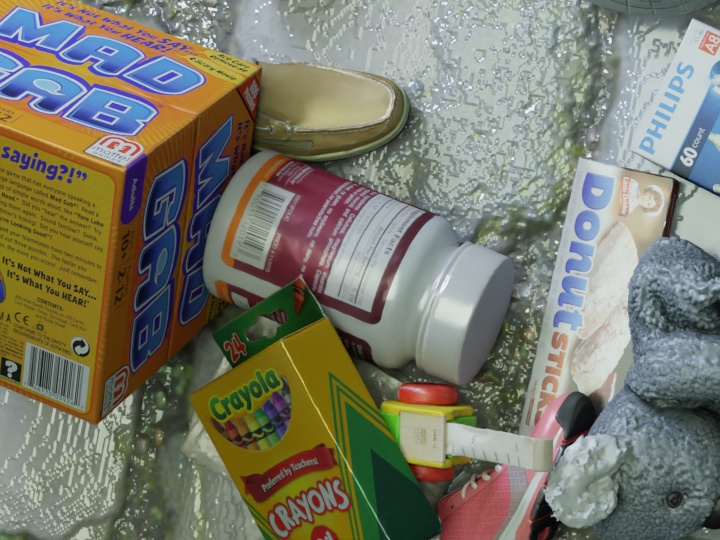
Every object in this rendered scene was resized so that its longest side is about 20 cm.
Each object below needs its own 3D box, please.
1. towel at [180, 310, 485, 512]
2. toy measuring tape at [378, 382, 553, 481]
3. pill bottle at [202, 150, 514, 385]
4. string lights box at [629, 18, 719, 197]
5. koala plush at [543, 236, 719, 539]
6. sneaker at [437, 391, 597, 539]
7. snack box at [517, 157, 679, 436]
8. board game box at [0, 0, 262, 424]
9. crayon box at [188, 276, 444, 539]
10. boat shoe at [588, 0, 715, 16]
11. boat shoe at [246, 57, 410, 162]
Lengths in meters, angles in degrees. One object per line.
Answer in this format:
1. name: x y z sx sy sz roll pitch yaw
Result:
1. towel: -0.023 0.121 1.754 0.199 0.034 0.133 30 97 15
2. toy measuring tape: 0.072 0.113 1.654 0.199 0.073 0.074 4 88 47
3. pill bottle: 0.000 0.000 1.710 0.199 0.114 0.115 22 94 16
4. string lights box: 0.296 -0.082 1.651 0.199 0.059 0.103 27 97 17
5. koala plush: 0.214 0.102 1.620 0.184 0.177 0.200 41 100 26
6. sneaker: 0.095 0.165 1.686 0.087 0.074 0.201 31 108 25
7. snack box: 0.167 0.027 1.704 0.072 0.024 0.201 13 91 19
8. board game box: -0.211 -0.052 1.697 0.199 0.200 0.201 21 122 17
9. crayon box: -0.040 0.119 1.678 0.127 0.051 0.201 -33 85 49
10. boat shoe: 0.243 -0.224 1.679 0.201 0.065 0.075 -9 104 22
11. boat shoe: -0.066 -0.122 1.748 0.199 0.076 0.072 -1 66 16
